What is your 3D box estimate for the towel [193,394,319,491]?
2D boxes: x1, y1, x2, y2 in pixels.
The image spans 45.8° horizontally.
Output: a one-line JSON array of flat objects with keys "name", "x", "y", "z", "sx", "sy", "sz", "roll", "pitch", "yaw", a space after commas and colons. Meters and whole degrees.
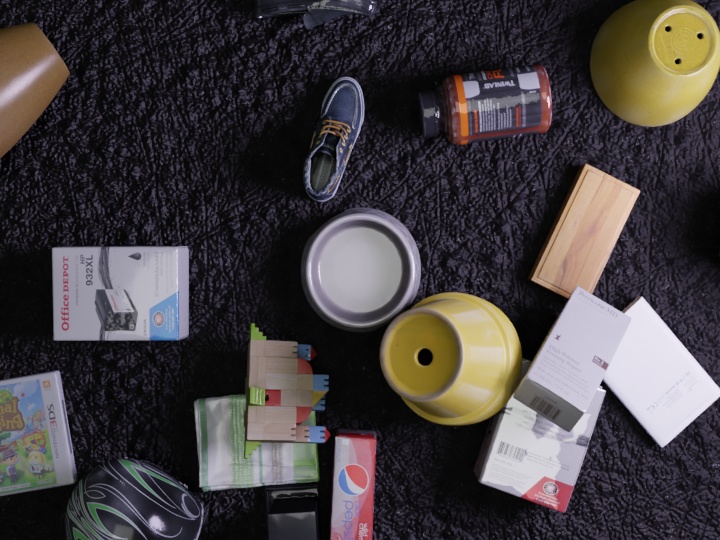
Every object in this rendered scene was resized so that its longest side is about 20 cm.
[{"name": "towel", "x": -0.167, "y": 0.275, "z": 1.371, "sx": 0.196, "sy": 0.031, "sz": 0.152, "roll": -4, "pitch": 92, "yaw": 1}]

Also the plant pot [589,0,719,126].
[{"name": "plant pot", "x": 0.465, "y": -0.330, "z": 1.294, "sx": 0.196, "sy": 0.142, "sz": 0.204, "roll": 0, "pitch": 92, "yaw": 1}]

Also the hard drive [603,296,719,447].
[{"name": "hard drive", "x": 0.463, "y": 0.162, "z": 1.363, "sx": 0.132, "sy": 0.025, "sz": 0.201, "roll": -41, "pitch": 91, "yaw": 1}]

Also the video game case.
[{"name": "video game case", "x": -0.571, "y": 0.269, "z": 1.380, "sx": 0.196, "sy": 0.022, "sz": 0.185, "roll": -9, "pitch": 91, "yaw": 1}]

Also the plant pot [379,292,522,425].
[{"name": "plant pot", "x": 0.121, "y": 0.129, "z": 1.253, "sx": 0.198, "sy": 0.188, "sz": 0.205, "roll": -3, "pitch": 82, "yaw": 24}]

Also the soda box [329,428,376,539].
[{"name": "soda box", "x": -0.012, "y": 0.359, "z": 1.355, "sx": 0.069, "sy": 0.063, "sz": 0.204, "roll": 2, "pitch": 91, "yaw": 0}]

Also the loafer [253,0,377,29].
[{"name": "loafer", "x": -0.072, "y": -0.414, "z": 1.339, "sx": 0.197, "sy": 0.068, "sz": 0.072, "roll": 10, "pitch": 99, "yaw": 6}]

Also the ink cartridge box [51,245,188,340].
[{"name": "ink cartridge box", "x": -0.376, "y": 0.035, "z": 1.341, "sx": 0.196, "sy": 0.084, "sz": 0.148, "roll": 0, "pitch": 92, "yaw": 1}]

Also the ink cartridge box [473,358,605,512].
[{"name": "ink cartridge box", "x": 0.278, "y": 0.252, "z": 1.338, "sx": 0.145, "sy": 0.083, "sz": 0.203, "roll": 19, "pitch": 91, "yaw": 1}]

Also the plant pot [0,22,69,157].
[{"name": "plant pot", "x": -0.554, "y": -0.283, "z": 1.302, "sx": 0.199, "sy": 0.186, "sz": 0.187, "roll": -38, "pitch": 91, "yaw": -12}]

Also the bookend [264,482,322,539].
[{"name": "bookend", "x": -0.107, "y": 0.451, "z": 1.290, "sx": 0.090, "sy": 0.200, "sz": 0.203, "roll": -3, "pitch": 92, "yaw": 0}]

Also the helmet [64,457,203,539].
[{"name": "helmet", "x": -0.356, "y": 0.386, "z": 1.307, "sx": 0.189, "sy": 0.200, "sz": 0.202, "roll": 33, "pitch": 92, "yaw": -17}]

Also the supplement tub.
[{"name": "supplement tub", "x": 0.190, "y": -0.254, "z": 1.317, "sx": 0.196, "sy": 0.107, "sz": 0.109, "roll": -8, "pitch": 91, "yaw": 0}]

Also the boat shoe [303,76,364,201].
[{"name": "boat shoe", "x": -0.040, "y": -0.207, "z": 1.328, "sx": 0.070, "sy": 0.091, "sz": 0.204, "roll": 14, "pitch": 91, "yaw": 0}]

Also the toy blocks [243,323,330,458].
[{"name": "toy blocks", "x": -0.110, "y": 0.190, "z": 1.333, "sx": 0.134, "sy": 0.100, "sz": 0.204, "roll": 3, "pitch": 75, "yaw": -12}]

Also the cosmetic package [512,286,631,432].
[{"name": "cosmetic package", "x": 0.317, "y": 0.129, "z": 1.271, "sx": 0.101, "sy": 0.074, "sz": 0.201, "roll": 30, "pitch": 56, "yaw": 10}]

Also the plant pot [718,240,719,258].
[{"name": "plant pot", "x": 0.657, "y": -0.053, "z": 1.287, "sx": 0.190, "sy": 0.200, "sz": 0.204, "roll": 16, "pitch": 91, "yaw": 12}]

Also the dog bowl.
[{"name": "dog bowl", "x": 0.000, "y": 0.000, "z": 1.349, "sx": 0.196, "sy": 0.059, "sz": 0.204, "roll": 0, "pitch": 91, "yaw": 1}]

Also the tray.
[{"name": "tray", "x": 0.355, "y": -0.056, "z": 1.355, "sx": 0.097, "sy": 0.037, "sz": 0.202, "roll": 25, "pitch": 92, "yaw": 0}]
